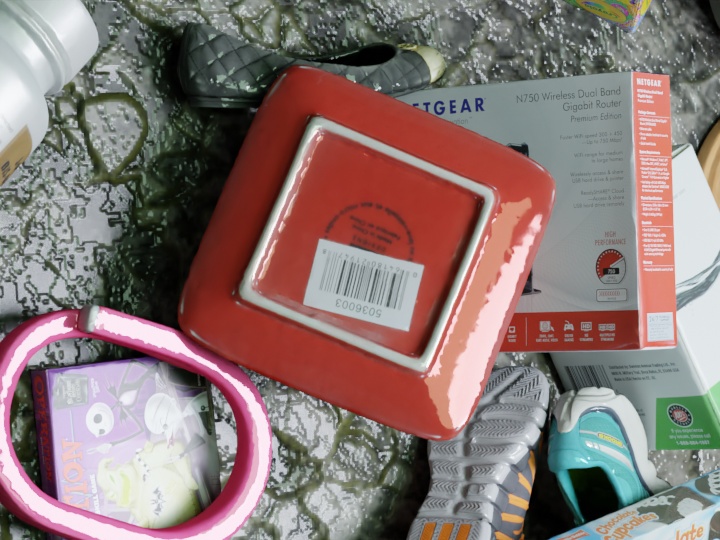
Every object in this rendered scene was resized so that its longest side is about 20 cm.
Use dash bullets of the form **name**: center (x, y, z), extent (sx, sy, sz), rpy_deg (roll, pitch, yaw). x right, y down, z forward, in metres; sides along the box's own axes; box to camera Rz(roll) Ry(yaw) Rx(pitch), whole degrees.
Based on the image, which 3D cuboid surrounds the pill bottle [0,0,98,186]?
- **pill bottle**: center (-0.251, -0.093, 1.547), extent (0.114, 0.114, 0.200), rpy_deg (50, 64, -22)

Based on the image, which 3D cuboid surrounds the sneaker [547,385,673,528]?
- **sneaker**: center (0.175, 0.173, 1.818), extent (0.200, 0.077, 0.080), rpy_deg (59, 34, -32)

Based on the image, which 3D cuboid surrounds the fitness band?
- **fitness band**: center (-0.146, 0.103, 1.624), extent (0.200, 0.037, 0.144), rpy_deg (20, 78, -29)

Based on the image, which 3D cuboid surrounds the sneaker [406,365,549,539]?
- **sneaker**: center (0.089, 0.167, 1.793), extent (0.200, 0.077, 0.112), rpy_deg (-63, 143, -35)

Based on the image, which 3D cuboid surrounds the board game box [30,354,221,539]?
- **board game box**: center (-0.143, 0.155, 1.662), extent (0.120, 0.032, 0.201), rpy_deg (-7, 92, -29)

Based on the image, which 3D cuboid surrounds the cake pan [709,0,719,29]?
- **cake pan**: center (0.331, -0.237, 1.956), extent (0.200, 0.037, 0.201), rpy_deg (-10, 107, -37)

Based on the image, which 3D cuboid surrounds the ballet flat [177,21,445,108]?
- **ballet flat**: center (-0.027, -0.138, 1.721), extent (0.200, 0.066, 0.057), rpy_deg (-5, 99, -32)

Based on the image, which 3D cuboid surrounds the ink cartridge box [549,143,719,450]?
- **ink cartridge box**: center (0.194, 0.020, 1.815), extent (0.083, 0.146, 0.200), rpy_deg (-34, 107, -33)

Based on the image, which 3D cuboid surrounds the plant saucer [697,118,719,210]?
- **plant saucer**: center (0.333, -0.038, 1.974), extent (0.200, 0.037, 0.201), rpy_deg (1, 88, -33)

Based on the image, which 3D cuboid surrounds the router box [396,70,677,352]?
- **router box**: center (0.111, -0.035, 1.731), extent (0.049, 0.200, 0.180), rpy_deg (-1, 88, -52)

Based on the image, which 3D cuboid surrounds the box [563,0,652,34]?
- **box**: center (0.143, -0.300, 1.753), extent (0.200, 0.122, 0.193), rpy_deg (26, 70, 9)

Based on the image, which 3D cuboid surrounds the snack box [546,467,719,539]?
- **snack box**: center (0.197, 0.212, 1.774), extent (0.200, 0.037, 0.116), rpy_deg (-17, 122, -39)

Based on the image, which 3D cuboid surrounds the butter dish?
- **butter dish**: center (0.000, 0.000, 1.693), extent (0.200, 0.148, 0.200), rpy_deg (22, 75, 0)
